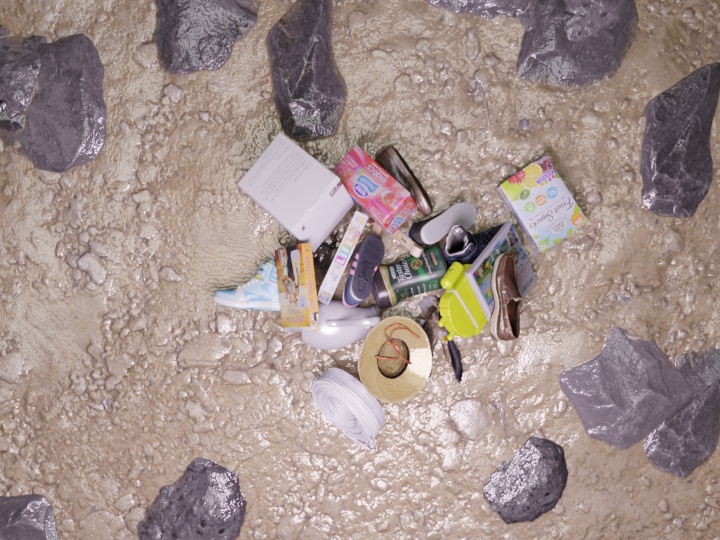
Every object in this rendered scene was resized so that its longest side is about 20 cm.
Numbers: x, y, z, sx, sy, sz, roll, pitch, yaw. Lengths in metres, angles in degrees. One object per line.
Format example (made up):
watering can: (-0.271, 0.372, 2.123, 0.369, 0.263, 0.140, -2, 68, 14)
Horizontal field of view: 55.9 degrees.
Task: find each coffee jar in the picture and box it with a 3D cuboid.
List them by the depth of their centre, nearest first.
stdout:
coffee jar: (0.118, 0.018, 1.689, 0.196, 0.086, 0.106, -21, 59, 1)

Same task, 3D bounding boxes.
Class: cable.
cable: (-0.030, 0.326, 1.649, 0.198, 0.202, 0.069, 27, 54, 28)

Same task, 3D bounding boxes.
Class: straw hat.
straw hat: (0.074, 0.207, 1.631, 0.197, 0.085, 0.206, -1, 94, -16)

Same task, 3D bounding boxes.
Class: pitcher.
pitcher: (-0.046, 0.129, 1.656, 0.195, 0.172, 0.124, -2, 81, 0)

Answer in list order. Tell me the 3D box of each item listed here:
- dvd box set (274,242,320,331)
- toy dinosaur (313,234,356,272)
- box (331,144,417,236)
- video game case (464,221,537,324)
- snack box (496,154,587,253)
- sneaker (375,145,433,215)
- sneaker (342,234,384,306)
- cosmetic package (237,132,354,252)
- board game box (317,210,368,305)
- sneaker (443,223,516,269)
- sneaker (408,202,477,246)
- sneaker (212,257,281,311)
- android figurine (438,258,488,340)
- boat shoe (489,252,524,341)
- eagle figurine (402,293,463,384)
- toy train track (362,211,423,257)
dvd box set: (-0.152, 0.043, 1.615, 0.029, 0.145, 0.205, -5, 89, -34)
toy dinosaur: (-0.087, -0.038, 1.715, 0.196, 0.077, 0.104, 12, 102, -6)
box: (0.031, -0.193, 1.641, 0.103, 0.095, 0.200, -45, 67, 1)
video game case: (0.344, 0.016, 1.646, 0.200, 0.022, 0.184, -46, 119, -29)
snack box: (0.456, -0.167, 1.708, 0.141, 0.053, 0.202, -33, 91, 2)
sneaker: (0.107, -0.213, 1.714, 0.075, 0.070, 0.202, -34, 85, 17)
sneaker: (0.000, 0.000, 1.652, 0.070, 0.082, 0.202, 34, 51, -13)
cosmetic package: (-0.150, -0.184, 1.625, 0.199, 0.165, 0.165, 40, 87, 20)
board game box: (-0.044, -0.027, 1.604, 0.034, 0.135, 0.203, 25, 74, -1)
sneaker: (0.292, -0.074, 1.660, 0.200, 0.147, 0.078, -31, 61, 0)
sneaker: (0.201, -0.117, 1.706, 0.198, 0.099, 0.072, -27, 101, -31)
sneaker: (-0.269, 0.030, 1.706, 0.195, 0.080, 0.134, 4, 93, -9)
android figurine: (0.250, 0.073, 1.604, 0.201, 0.041, 0.183, -52, 121, -25)
boat shoe: (0.353, 0.062, 1.590, 0.074, 0.074, 0.207, 1, 90, -39)
eagle figurine: (0.193, 0.167, 1.676, 0.149, 0.150, 0.204, 16, 108, 23)
toy train track: (0.073, -0.099, 1.677, 0.199, 0.032, 0.116, 41, 121, 27)
